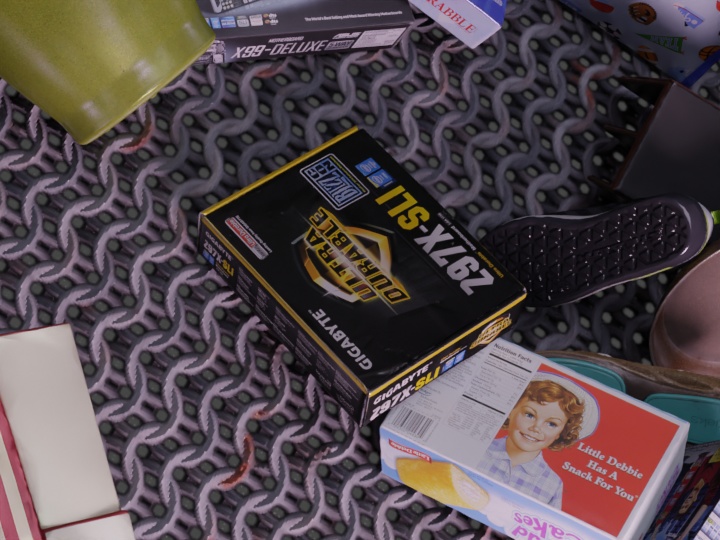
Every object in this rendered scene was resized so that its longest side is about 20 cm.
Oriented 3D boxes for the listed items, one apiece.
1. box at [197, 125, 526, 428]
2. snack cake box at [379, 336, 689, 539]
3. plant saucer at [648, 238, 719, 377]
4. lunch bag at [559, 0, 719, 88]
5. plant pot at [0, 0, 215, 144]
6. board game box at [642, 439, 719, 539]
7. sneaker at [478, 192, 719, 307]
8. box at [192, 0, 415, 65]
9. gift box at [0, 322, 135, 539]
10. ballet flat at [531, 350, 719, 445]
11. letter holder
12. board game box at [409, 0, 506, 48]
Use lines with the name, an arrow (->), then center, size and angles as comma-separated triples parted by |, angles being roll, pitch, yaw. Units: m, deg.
box -> 0.000, 0.000, 1.459 | 0.159, 0.050, 0.200 | -29, 61, -29
snack cake box -> 0.126, 0.130, 1.443 | 0.199, 0.068, 0.115 | 24, 56, 20
plant saucer -> 0.319, 0.025, 1.557 | 0.198, 0.201, 0.032 | 3, 44, -23
lunch bag -> 0.276, -0.277, 1.647 | 0.169, 0.200, 0.125 | 30, 60, -9
plant pot -> -0.211, -0.203, 1.422 | 0.200, 0.200, 0.194 | -43, 102, -31
board game box -> 0.220, 0.223, 1.447 | 0.062, 0.200, 0.201 | 38, 74, -6
sneaker -> 0.189, -0.016, 1.539 | 0.083, 0.198, 0.073 | -12, 93, -63
box -> -0.071, -0.249, 1.569 | 0.198, 0.050, 0.159 | -7, 72, -26
gift box -> -0.254, 0.154, 1.242 | 0.183, 0.200, 0.189 | -12, 76, -22
ballet flat -> 0.213, 0.094, 1.534 | 0.198, 0.069, 0.072 | 7, 20, 10
letter holder -> 0.291, -0.071, 1.639 | 0.199, 0.142, 0.101 | 28, 92, -15
board game box -> 0.045, -0.313, 1.605 | 0.199, 0.041, 0.201 | 33, 48, -26
